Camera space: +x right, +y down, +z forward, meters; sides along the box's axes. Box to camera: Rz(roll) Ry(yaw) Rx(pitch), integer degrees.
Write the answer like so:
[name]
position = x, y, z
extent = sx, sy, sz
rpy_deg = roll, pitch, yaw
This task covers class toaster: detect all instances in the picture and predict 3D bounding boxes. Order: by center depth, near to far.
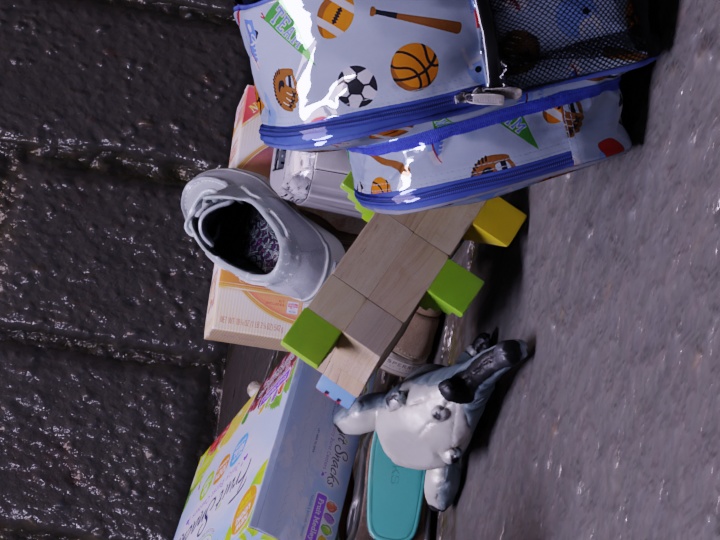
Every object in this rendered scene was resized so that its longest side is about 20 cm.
[toaster]
position = 0.007, -0.093, 1.213
extent = 0.200, 0.128, 0.114
rpy_deg = -154, 74, -82

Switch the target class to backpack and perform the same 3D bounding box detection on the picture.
[backpack]
position = 0.036, -0.108, 0.813
extent = 0.200, 0.189, 0.155
rpy_deg = -164, 67, -82

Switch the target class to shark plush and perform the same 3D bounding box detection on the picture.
[shark plush]
position = 0.047, 0.066, 0.999
extent = 0.083, 0.091, 0.200
rpy_deg = -50, -11, -23

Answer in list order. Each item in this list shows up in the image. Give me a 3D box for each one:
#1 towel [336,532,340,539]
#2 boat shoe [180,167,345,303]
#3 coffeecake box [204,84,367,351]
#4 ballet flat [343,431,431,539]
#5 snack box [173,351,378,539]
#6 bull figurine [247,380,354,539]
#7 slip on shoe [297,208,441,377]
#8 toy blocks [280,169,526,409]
[towel]
position = -0.041, 0.244, 1.297
extent = 0.200, 0.023, 0.154
rpy_deg = 162, 94, -69
[boat shoe]
position = -0.089, -0.035, 1.246
extent = 0.201, 0.071, 0.070
rpy_deg = 32, 100, 49
[coffeecake box]
position = -0.037, -0.035, 1.364
extent = 0.073, 0.152, 0.201
rpy_deg = 140, 138, -76
[ballet flat]
position = 0.016, 0.194, 1.094
extent = 0.069, 0.068, 0.201
rpy_deg = 93, -169, -60
[snack box]
position = -0.072, 0.167, 1.188
extent = 0.200, 0.067, 0.169
rpy_deg = -51, 17, 48
[bull figurine]
position = -0.040, 0.152, 1.366
extent = 0.121, 0.065, 0.201
rpy_deg = 34, 129, 55
[slip on shoe]
position = 0.000, 0.000, 1.238
extent = 0.061, 0.076, 0.200
rpy_deg = -61, 34, 19
[toy blocks]
position = 0.018, 0.003, 1.014
extent = 0.200, 0.100, 0.137
rpy_deg = -55, -4, -24
